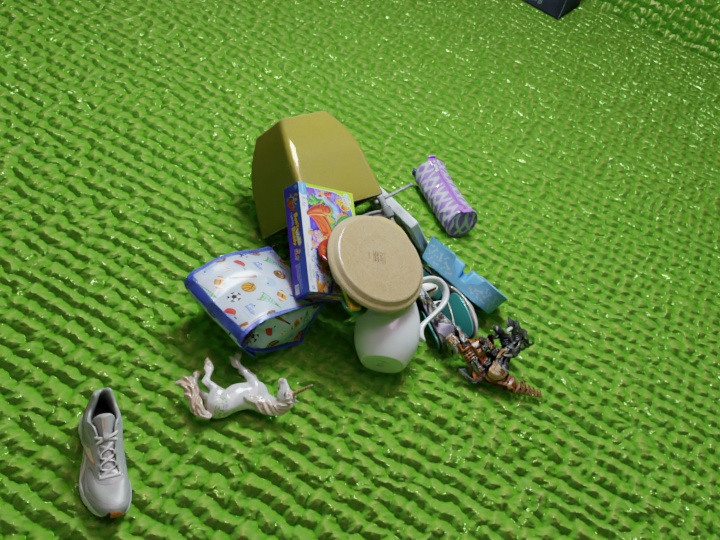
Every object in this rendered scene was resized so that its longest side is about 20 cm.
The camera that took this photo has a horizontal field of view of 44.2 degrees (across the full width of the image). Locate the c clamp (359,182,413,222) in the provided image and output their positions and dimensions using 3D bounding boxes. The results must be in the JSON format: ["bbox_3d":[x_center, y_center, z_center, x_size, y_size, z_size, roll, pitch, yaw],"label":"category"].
[{"bbox_3d":[0.057,-0.047,1.711,0.169,0.027,0.203,-20,91,-7],"label":"c clamp"}]

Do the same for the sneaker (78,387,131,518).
[{"bbox_3d":[-0.378,0.263,1.301,0.075,0.093,0.201,-4,47,-25],"label":"sneaker"}]

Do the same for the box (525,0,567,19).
[{"bbox_3d":[0.656,-0.983,3.053,0.199,0.118,0.196,34,42,17],"label":"box"}]

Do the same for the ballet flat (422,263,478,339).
[{"bbox_3d":[0.181,0.058,1.782,0.069,0.070,0.200,-18,53,-36],"label":"ballet flat"}]

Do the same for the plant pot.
[{"bbox_3d":[-0.108,-0.201,1.773,0.192,0.195,0.203,-18,89,-36],"label":"plant pot"}]

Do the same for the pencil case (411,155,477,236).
[{"bbox_3d":[0.193,-0.170,2.009,0.083,0.086,0.201,-7,49,-26],"label":"pencil case"}]

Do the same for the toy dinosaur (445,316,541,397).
[{"bbox_3d":[0.255,0.169,1.676,0.200,0.102,0.136,45,69,-22],"label":"toy dinosaur"}]

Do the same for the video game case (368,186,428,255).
[{"bbox_3d":[0.066,-0.119,1.854,0.023,0.182,0.200,-42,64,-3],"label":"video game case"}]

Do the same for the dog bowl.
[{"bbox_3d":[0.207,0.012,1.797,0.199,0.050,0.111,39,6,2],"label":"dog bowl"}]

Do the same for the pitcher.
[{"bbox_3d":[0.078,0.085,1.633,0.169,0.121,0.203,15,63,-9],"label":"pitcher"}]

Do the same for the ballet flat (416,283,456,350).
[{"bbox_3d":[0.133,0.065,1.739,0.071,0.072,0.202,-12,55,-32],"label":"ballet flat"}]

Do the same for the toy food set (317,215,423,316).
[{"bbox_3d":[0.022,-0.013,1.568,0.195,0.049,0.203,-4,64,-33],"label":"toy food set"}]

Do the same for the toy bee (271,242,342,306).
[{"bbox_3d":[-0.087,-0.006,1.694,0.197,0.109,0.132,15,59,0],"label":"toy bee"}]

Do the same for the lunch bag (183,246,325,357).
[{"bbox_3d":[-0.194,0.058,1.560,0.170,0.125,0.199,41,26,23],"label":"lunch bag"}]

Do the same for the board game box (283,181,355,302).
[{"bbox_3d":[-0.064,-0.048,1.593,0.133,0.044,0.203,8,68,-43],"label":"board game box"}]

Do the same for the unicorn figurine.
[{"bbox_3d":[-0.196,0.199,1.472,0.198,0.074,0.138,-23,55,-19],"label":"unicorn figurine"}]
